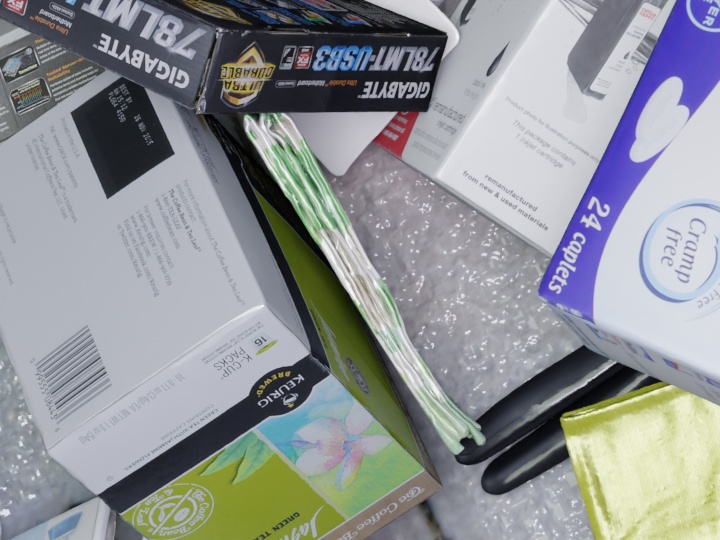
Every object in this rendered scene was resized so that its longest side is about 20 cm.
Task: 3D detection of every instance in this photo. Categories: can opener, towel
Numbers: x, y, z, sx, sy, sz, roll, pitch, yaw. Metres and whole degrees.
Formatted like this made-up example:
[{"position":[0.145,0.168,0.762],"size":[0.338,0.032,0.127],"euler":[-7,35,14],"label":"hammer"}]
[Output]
[{"position":[0.137,0.050,1.534],"size":[0.200,0.079,0.063],"euler":[-43,113,9],"label":"can opener"},{"position":[0.198,0.079,1.377],"size":[0.200,0.018,0.086],"euler":[-18,78,13],"label":"towel"},{"position":[0.000,0.000,1.493],"size":[0.023,0.153,0.200],"euler":[-33,94,0],"label":"towel"}]

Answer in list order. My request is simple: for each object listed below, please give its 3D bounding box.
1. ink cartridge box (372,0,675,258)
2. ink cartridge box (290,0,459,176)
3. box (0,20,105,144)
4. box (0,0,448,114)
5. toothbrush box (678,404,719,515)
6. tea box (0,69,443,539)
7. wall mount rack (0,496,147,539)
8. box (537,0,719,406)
[{"position":[0.106,-0.120,1.504],"size":[0.084,0.144,0.200],"euler":[33,91,-16],"label":"ink cartridge box"},{"position":[-0.028,-0.160,1.579],"size":[0.200,0.067,0.117],"euler":[50,116,15],"label":"ink cartridge box"},{"position":[-0.214,-0.075,1.641],"size":[0.200,0.048,0.159],"euler":[-24,76,11],"label":"box"},{"position":[-0.090,-0.131,1.455],"size":[0.200,0.198,0.050],"euler":[25,107,29],"label":"box"},{"position":[0.241,0.039,1.455],"size":[0.085,0.146,0.200],"euler":[20,89,17],"label":"toothbrush box"},{"position":[-0.083,0.033,1.483],"size":[0.134,0.197,0.200],"euler":[-34,47,9],"label":"tea box"},{"position":[-0.186,0.127,1.557],"size":[0.200,0.074,0.174],"euler":[-26,47,45],"label":"wall mount rack"},{"position":[0.214,-0.020,1.329],"size":[0.200,0.105,0.184],"euler":[23,82,23],"label":"box"}]
